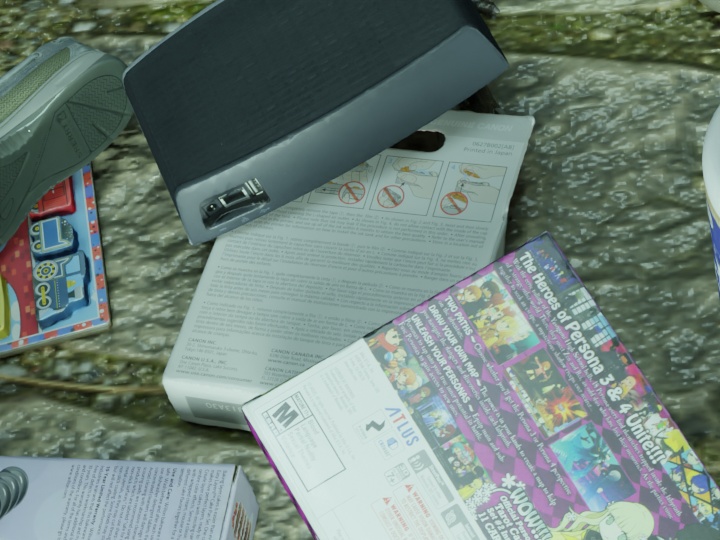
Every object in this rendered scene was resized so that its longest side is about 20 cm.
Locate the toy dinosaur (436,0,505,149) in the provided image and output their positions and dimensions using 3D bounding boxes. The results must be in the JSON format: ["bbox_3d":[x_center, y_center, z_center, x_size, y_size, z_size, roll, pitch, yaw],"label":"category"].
[{"bbox_3d":[0.013,-0.153,1.314,0.200,0.077,0.102,31,60,28],"label":"toy dinosaur"}]

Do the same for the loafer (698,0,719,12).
[{"bbox_3d":[0.273,-0.222,1.300,0.200,0.068,0.076,-38,55,-13],"label":"loafer"}]

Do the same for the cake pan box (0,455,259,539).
[{"bbox_3d":[-0.157,0.188,1.129,0.184,0.052,0.200,-2,54,16],"label":"cake pan box"}]

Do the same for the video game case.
[{"bbox_3d":[0.067,0.107,1.103,0.181,0.036,0.200,-30,71,-7],"label":"video game case"}]

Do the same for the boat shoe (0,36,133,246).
[{"bbox_3d":[-0.221,-0.064,1.295,0.202,0.075,0.065,-42,49,-20],"label":"boat shoe"}]

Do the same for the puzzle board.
[{"bbox_3d":[-0.229,-0.029,1.324,0.150,0.017,0.200,-15,52,3],"label":"puzzle board"}]

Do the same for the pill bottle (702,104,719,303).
[{"bbox_3d":[0.228,0.001,1.068,0.119,0.200,0.120,-7,53,10],"label":"pill bottle"}]

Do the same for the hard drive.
[{"bbox_3d":[-0.032,-0.113,1.249,0.200,0.042,0.135,-29,54,4],"label":"hard drive"}]

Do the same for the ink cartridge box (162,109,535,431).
[{"bbox_3d":[0.000,0.000,1.227,0.161,0.050,0.200,7,55,19],"label":"ink cartridge box"}]
